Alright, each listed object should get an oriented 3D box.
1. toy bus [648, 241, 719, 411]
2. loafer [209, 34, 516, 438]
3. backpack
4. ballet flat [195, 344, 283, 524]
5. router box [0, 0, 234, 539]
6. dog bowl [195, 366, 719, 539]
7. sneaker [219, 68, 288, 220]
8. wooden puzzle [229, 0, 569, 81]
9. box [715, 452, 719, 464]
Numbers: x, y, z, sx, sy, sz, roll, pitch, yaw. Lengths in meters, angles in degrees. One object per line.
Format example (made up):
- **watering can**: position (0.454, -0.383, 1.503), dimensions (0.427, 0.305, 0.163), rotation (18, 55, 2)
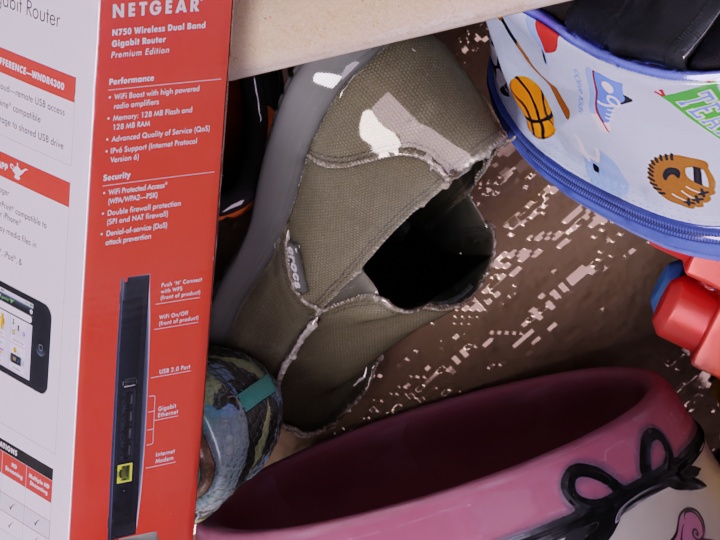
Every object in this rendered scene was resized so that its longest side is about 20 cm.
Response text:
- **toy bus**: position (0.179, 0.035, 0.824), dimensions (0.192, 0.200, 0.136), rotation (27, 103, -5)
- **loafer**: position (0.000, 0.000, 0.812), dimensions (0.070, 0.200, 0.075), rotation (40, 58, 17)
- **backpack**: position (0.128, -0.090, 0.766), dimensions (0.190, 0.200, 0.154), rotation (-27, 128, -23)
- **ballet flat**: position (-0.101, 0.073, 0.862), dimensions (0.200, 0.074, 0.074), rotation (-19, 113, 40)
- **router box**: position (-0.122, -0.022, 0.777), dimensions (0.049, 0.200, 0.180), rotation (-9, 113, -39)
- **dog bowl**: position (0.033, 0.092, 0.832), dimensions (0.199, 0.200, 0.074), rotation (-17, 96, 1)
- **sneaker**: position (-0.069, -0.110, 0.806), dimensions (0.070, 0.090, 0.201), rotation (-19, 109, 2)
- **wooden puzzle**: position (0.035, -0.156, 0.738), dimensions (0.185, 0.201, 0.046), rotation (-11, 150, 31)
- **box**: position (0.159, 0.168, 0.857), dimensions (0.106, 0.200, 0.123), rotation (26, 104, -13)
